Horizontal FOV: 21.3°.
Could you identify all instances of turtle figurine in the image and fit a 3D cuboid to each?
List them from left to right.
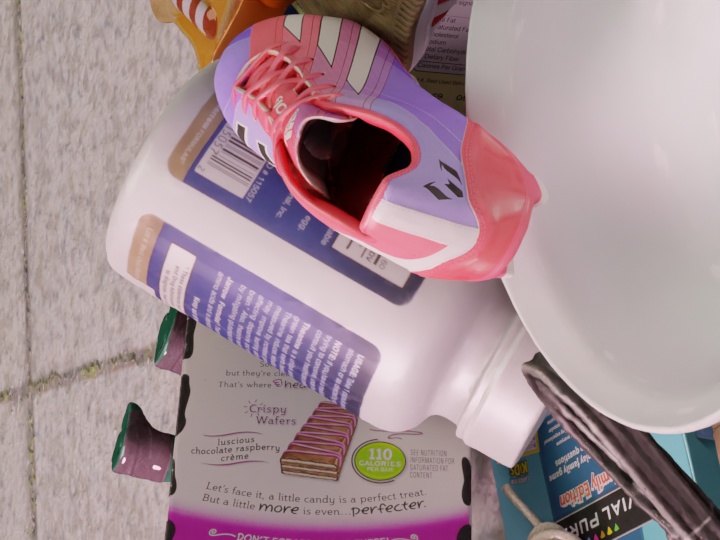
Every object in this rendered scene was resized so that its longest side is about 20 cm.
[{"bbox_3d":[-0.021,0.093,0.996,0.101,0.200,0.150,-176,107,-77],"label":"turtle figurine"}]

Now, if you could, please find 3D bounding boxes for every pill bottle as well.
[{"bbox_3d":[0.000,0.000,0.831,0.200,0.111,0.111,30,126,9],"label":"pill bottle"}]

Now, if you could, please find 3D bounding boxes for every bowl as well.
[{"bbox_3d":[0.122,-0.051,0.644,0.201,0.090,0.201,32,127,59],"label":"bowl"}]

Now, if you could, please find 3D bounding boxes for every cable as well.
[{"bbox_3d":[0.127,0.113,0.729,0.050,0.200,0.097,-45,26,1],"label":"cable"}]

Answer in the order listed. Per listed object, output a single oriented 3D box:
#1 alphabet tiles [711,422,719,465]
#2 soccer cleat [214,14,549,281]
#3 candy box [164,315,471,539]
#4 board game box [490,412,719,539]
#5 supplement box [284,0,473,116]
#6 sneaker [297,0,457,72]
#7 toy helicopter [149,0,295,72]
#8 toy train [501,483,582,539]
[{"bbox_3d":[0.179,0.025,0.639,0.200,0.008,0.167,-49,39,49],"label":"alphabet tiles"},{"bbox_3d":[-0.011,-0.054,0.711,0.200,0.076,0.067,40,110,48],"label":"soccer cleat"},{"bbox_3d":[-0.017,0.109,0.867,0.061,0.136,0.200,89,-176,-56],"label":"candy box"},{"bbox_3d":[0.111,0.043,0.878,0.151,0.047,0.200,-41,54,54],"label":"board game box"},{"bbox_3d":[0.048,-0.191,0.911,0.200,0.134,0.200,54,135,47],"label":"supplement box"},{"bbox_3d":[0.035,-0.145,0.756,0.071,0.112,0.200,46,167,-1],"label":"sneaker"},{"bbox_3d":[-0.060,-0.118,0.922,0.132,0.079,0.200,8,108,53],"label":"toy helicopter"},{"bbox_3d":[0.084,0.190,0.792,0.200,0.116,0.085,51,136,18],"label":"toy train"}]
